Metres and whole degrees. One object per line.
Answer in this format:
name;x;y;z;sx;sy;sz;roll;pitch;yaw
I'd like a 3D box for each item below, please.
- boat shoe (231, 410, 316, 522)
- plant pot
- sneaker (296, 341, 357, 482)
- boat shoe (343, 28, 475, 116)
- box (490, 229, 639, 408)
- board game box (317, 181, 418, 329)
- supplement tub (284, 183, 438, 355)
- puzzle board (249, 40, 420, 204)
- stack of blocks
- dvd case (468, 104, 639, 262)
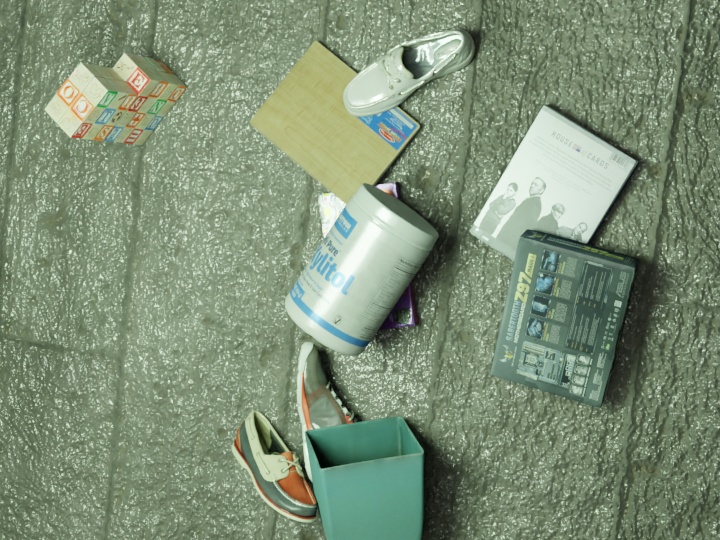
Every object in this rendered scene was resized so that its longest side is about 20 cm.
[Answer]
boat shoe;-0.117;0.277;1.706;0.200;0.071;0.063;43;110;45
plant pot;0.011;0.326;1.644;0.139;0.141;0.203;-8;104;-9
sneaker;-0.046;0.198;1.719;0.081;0.077;0.203;-6;97;1
boat shoe;0.058;-0.276;1.644;0.199;0.069;0.071;-28;81;13
box;0.267;0.063;1.592;0.156;0.051;0.202;15;108;17
board game box;0.010;-0.016;1.704;0.119;0.032;0.203;-8;90;14
supplement tub;0.000;0.000;1.625;0.131;0.132;0.201;36;102;13
puzzle board;-0.036;-0.204;1.698;0.200;0.017;0.151;40;89;12
stack of blocks;-0.343;-0.245;1.716;0.059;0.200;0.115;45;106;11
dvd case;0.257;-0.097;1.618;0.150;0.025;0.201;34;102;14
